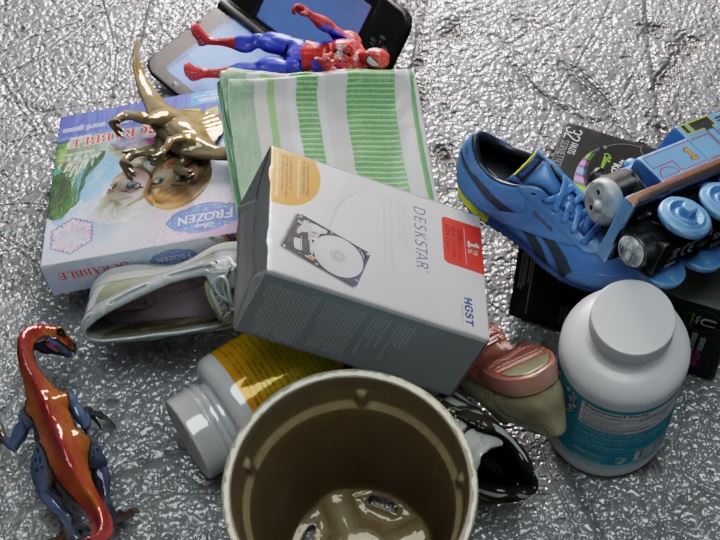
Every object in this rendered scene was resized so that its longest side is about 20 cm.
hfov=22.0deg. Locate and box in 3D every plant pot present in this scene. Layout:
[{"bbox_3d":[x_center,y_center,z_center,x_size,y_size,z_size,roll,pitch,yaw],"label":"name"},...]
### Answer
[{"bbox_3d":[-0.005,0.208,1.502,0.199,0.184,0.202,-1,64,2],"label":"plant pot"}]

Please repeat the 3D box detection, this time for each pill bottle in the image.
[{"bbox_3d":[-0.066,0.096,1.611,0.199,0.109,0.109,-31,65,-14],"label":"pill bottle"},{"bbox_3d":[0.218,0.087,1.569,0.110,0.200,0.112,0,59,-1],"label":"pill bottle"}]

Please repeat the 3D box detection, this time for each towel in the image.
[{"bbox_3d":[-0.027,-0.110,1.657,0.199,0.023,0.154,-4,78,-29],"label":"towel"}]

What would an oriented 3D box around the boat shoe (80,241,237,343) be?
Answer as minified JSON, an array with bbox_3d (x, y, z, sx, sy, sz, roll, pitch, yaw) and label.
[{"bbox_3d":[-0.146,0.026,1.612,0.200,0.075,0.065,-6,34,13],"label":"boat shoe"}]

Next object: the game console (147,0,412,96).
[{"bbox_3d":[-0.079,-0.221,1.793,0.200,0.177,0.116,39,31,19],"label":"game console"}]

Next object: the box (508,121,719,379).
[{"bbox_3d":[0.252,-0.018,1.674,0.199,0.125,0.149,18,61,9],"label":"box"}]

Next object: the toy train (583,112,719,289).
[{"bbox_3d":[0.271,-0.059,1.555,0.199,0.087,0.114,-22,56,-36],"label":"toy train"}]

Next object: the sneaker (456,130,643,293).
[{"bbox_3d":[0.165,-0.050,1.578,0.199,0.079,0.066,35,63,17],"label":"sneaker"}]

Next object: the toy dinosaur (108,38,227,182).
[{"bbox_3d":[-0.178,-0.130,1.696,0.101,0.059,0.200,-27,51,-31],"label":"toy dinosaur"}]

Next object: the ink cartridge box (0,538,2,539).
[{"bbox_3d":[-0.347,0.308,1.468,0.199,0.145,0.084,-32,65,-17],"label":"ink cartridge box"}]

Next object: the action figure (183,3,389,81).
[{"bbox_3d":[-0.074,-0.211,1.730,0.198,0.099,0.066,4,74,14],"label":"action figure"}]

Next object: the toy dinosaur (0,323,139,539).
[{"bbox_3d":[-0.246,0.132,1.576,0.104,0.200,0.183,-17,92,-27],"label":"toy dinosaur"}]

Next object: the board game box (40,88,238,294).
[{"bbox_3d":[-0.187,-0.079,1.706,0.198,0.041,0.200,-10,47,8],"label":"board game box"}]

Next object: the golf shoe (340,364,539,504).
[{"bbox_3d":[0.071,0.130,1.557,0.199,0.094,0.078,31,83,-16],"label":"golf shoe"}]

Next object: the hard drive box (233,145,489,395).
[{"bbox_3d":[0.000,0.000,1.545,0.199,0.077,0.157,17,41,-18],"label":"hard drive box"}]

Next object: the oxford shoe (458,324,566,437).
[{"bbox_3d":[0.113,0.098,1.603,0.070,0.074,0.200,-26,19,-15],"label":"oxford shoe"}]
